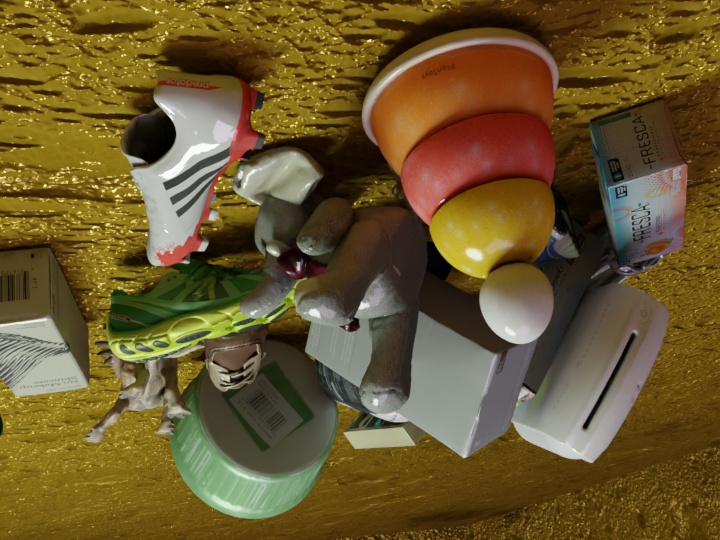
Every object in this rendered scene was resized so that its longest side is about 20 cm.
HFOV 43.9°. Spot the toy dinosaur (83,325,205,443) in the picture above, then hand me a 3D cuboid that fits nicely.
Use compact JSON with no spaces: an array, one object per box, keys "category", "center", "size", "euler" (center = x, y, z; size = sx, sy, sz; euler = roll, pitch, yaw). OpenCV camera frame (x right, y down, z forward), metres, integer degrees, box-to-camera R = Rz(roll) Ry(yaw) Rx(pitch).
[{"category":"toy dinosaur","center":[-0.221,0.091,0.911],"size":[0.084,0.138,0.200],"euler":[12,141,-25]}]

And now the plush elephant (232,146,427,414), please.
[{"category":"plush elephant","center":[-0.033,-0.012,0.720],"size":[0.152,0.203,0.165],"euler":[3,152,29]}]

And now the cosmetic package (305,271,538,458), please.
[{"category":"cosmetic package","center":[0.051,0.066,0.811],"size":[0.090,0.198,0.109],"euler":[-18,130,-52]}]

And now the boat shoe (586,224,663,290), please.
[{"category":"boat shoe","center":[0.272,-0.002,0.976],"size":[0.073,0.066,0.201],"euler":[6,152,-35]}]

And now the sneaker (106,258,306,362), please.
[{"category":"sneaker","center":[-0.139,0.019,0.818],"size":[0.196,0.085,0.074],"euler":[-16,163,-9]}]

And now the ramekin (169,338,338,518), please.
[{"category":"ramekin","center":[-0.121,0.181,1.065],"size":[0.196,0.203,0.098],"euler":[0,149,-25]}]

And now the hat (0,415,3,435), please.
[{"category":"hat","center":[-0.370,0.049,0.831],"size":[0.164,0.200,0.178],"euler":[30,95,-27]}]

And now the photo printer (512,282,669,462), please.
[{"category":"photo printer","center":[0.216,0.097,0.855],"size":[0.069,0.168,0.200],"euler":[29,175,2]}]

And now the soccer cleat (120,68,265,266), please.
[{"category":"soccer cleat","center":[-0.135,-0.070,0.639],"size":[0.084,0.070,0.200],"euler":[11,147,-25]}]

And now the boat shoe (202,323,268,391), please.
[{"category":"boat shoe","center":[-0.130,0.088,0.940],"size":[0.074,0.073,0.200],"euler":[-8,172,-8]}]

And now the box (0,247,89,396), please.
[{"category":"box","center":[-0.309,0.054,0.838],"size":[0.080,0.070,0.201],"euler":[-7,157,-8]}]

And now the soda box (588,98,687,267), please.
[{"category":"soda box","center":[0.253,-0.071,0.808],"size":[0.067,0.065,0.200],"euler":[-16,156,13]}]

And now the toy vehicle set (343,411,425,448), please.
[{"category":"toy vehicle set","center":[0.078,0.133,1.065],"size":[0.200,0.027,0.123],"euler":[-44,-166,-34]}]

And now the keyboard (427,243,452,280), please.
[{"category":"keyboard","center":[0.000,0.000,0.919],"size":[0.197,0.040,0.105],"euler":[4,130,-30]}]

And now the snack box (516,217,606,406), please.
[{"category":"snack box","center":[0.165,0.059,0.920],"size":[0.053,0.201,0.142],"euler":[36,148,-2]}]

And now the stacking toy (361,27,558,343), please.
[{"category":"stacking toy","center":[0.084,-0.046,0.609],"size":[0.143,0.204,0.147],"euler":[-8,158,-3]}]

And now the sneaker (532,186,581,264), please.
[{"category":"sneaker","center":[0.138,-0.043,0.805],"size":[0.088,0.080,0.200],"euler":[-21,156,18]}]

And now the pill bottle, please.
[{"category":"pill bottle","center":[0.026,0.107,0.982],"size":[0.104,0.109,0.199],"euler":[-2,180,-21]}]
